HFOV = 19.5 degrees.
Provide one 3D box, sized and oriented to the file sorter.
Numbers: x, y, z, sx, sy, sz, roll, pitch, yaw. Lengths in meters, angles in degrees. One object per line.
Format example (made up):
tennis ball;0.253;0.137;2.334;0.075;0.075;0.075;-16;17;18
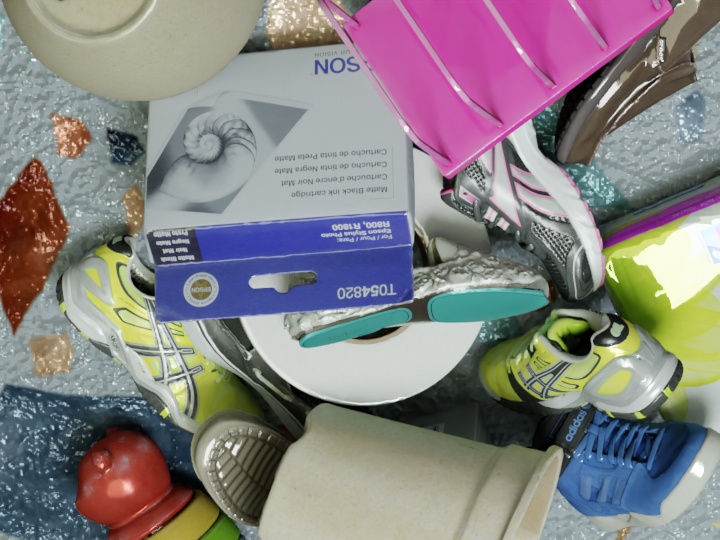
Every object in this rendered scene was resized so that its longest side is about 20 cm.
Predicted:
file sorter;0.089;-0.186;1.442;0.199;0.125;0.140;-36;76;9

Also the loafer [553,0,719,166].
loafer;0.212;-0.148;1.518;0.071;0.073;0.201;32;113;-9

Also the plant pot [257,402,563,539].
plant pot;0.030;0.191;1.547;0.182;0.200;0.202;21;115;13

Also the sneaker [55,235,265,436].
sneaker;-0.146;0.057;1.643;0.200;0.076;0.076;42;111;-14

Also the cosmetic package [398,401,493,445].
cosmetic package;0.077;0.220;1.688;0.106;0.090;0.201;-15;114;11

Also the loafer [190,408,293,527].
loafer;-0.078;0.160;1.640;0.076;0.068;0.200;-53;141;-5

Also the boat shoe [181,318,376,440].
boat shoe;-0.061;0.063;1.631;0.200;0.071;0.063;45;147;-21

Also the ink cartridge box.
ink cartridge box;-0.060;-0.067;1.528;0.197;0.202;0.041;-5;156;7

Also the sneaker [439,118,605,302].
sneaker;0.103;-0.060;1.553;0.086;0.080;0.201;-31;94;-8

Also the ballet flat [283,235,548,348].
ballet flat;0.038;0.008;1.535;0.198;0.072;0.072;-9;113;-4

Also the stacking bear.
stacking bear;-0.159;0.221;1.703;0.113;0.122;0.201;-30;100;19

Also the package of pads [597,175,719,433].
package of pads;0.277;0.033;1.594;0.153;0.068;0.201;-23;109;15

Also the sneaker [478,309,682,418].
sneaker;0.154;0.060;1.565;0.077;0.076;0.199;49;151;-22

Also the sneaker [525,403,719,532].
sneaker;0.191;0.137;1.601;0.111;0.200;0.077;37;70;-6

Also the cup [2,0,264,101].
cup;-0.172;-0.212;1.466;0.198;0.143;0.202;1;100;6

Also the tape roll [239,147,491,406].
tape roll;0.000;0.000;1.581;0.201;0.037;0.205;0;91;-5
